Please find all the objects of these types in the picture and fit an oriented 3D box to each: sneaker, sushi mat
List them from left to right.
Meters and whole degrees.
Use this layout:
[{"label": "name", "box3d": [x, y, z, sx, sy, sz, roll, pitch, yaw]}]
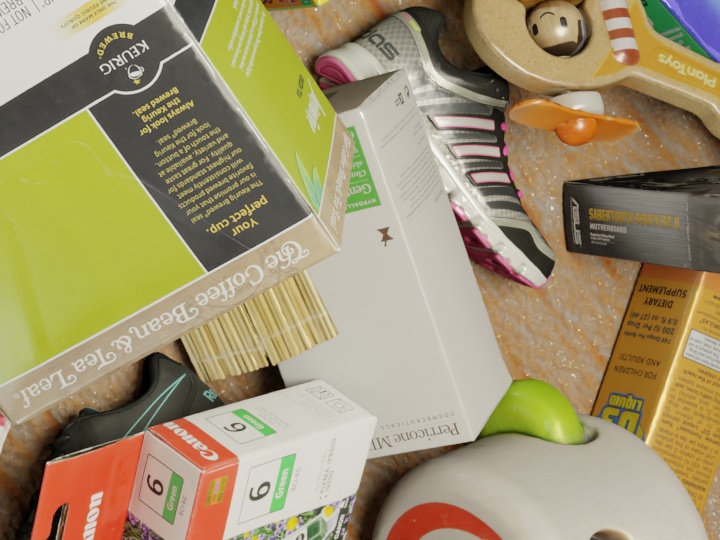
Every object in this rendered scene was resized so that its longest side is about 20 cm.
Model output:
[{"label": "sneaker", "box3d": [-0.153, 0.126, 1.130, 0.200, 0.075, 0.079, -41, 97, -26]}, {"label": "sushi mat", "box3d": [-0.091, -0.036, 1.128, 0.200, 0.096, 0.012, 65, 27, -13]}, {"label": "sneaker", "box3d": [0.064, -0.076, 1.225, 0.087, 0.074, 0.200, -45, 110, -12]}]

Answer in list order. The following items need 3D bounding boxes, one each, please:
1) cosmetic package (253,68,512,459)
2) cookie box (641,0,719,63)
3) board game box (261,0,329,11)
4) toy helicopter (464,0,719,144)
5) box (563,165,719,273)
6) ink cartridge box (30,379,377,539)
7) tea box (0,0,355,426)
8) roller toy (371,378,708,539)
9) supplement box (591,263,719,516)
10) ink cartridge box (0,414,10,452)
[{"label": "cosmetic package", "box3d": [0.000, 0.000, 1.164, 0.200, 0.107, 0.085, 70, 25, -14]}, {"label": "cookie box", "box3d": [0.244, -0.196, 1.298, 0.200, 0.075, 0.171, 45, 72, -11]}, {"label": "board game box", "box3d": [0.027, -0.202, 1.180, 0.200, 0.095, 0.030, -31, 108, -25]}, {"label": "toy helicopter", "box3d": [0.152, -0.119, 1.194, 0.200, 0.079, 0.132, 22, 63, -14]}, {"label": "box", "box3d": [0.253, -0.038, 1.292, 0.200, 0.158, 0.048, -7, 98, -29]}, {"label": "ink cartridge box", "box3d": [-0.084, 0.133, 1.087, 0.200, 0.050, 0.109, -14, 126, -47]}, {"label": "tea box", "box3d": [-0.138, -0.066, 1.023, 0.200, 0.134, 0.197, -27, 112, 16]}, {"label": "roller toy", "box3d": [0.101, 0.186, 1.197, 0.140, 0.200, 0.183, -16, 141, -39]}, {"label": "supplement box", "box3d": [0.195, 0.090, 1.322, 0.069, 0.067, 0.200, 21, 83, -30]}, {"label": "ink cartridge box", "box3d": [-0.273, 0.067, 0.970, 0.145, 0.200, 0.084, 20, 88, -30]}]
